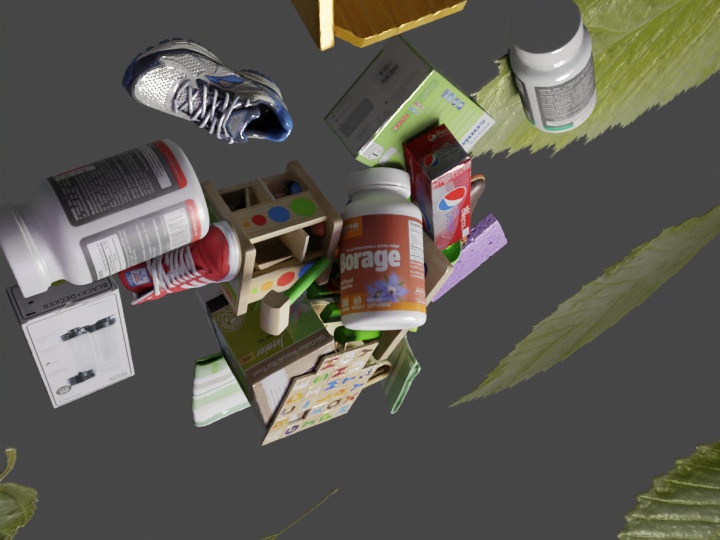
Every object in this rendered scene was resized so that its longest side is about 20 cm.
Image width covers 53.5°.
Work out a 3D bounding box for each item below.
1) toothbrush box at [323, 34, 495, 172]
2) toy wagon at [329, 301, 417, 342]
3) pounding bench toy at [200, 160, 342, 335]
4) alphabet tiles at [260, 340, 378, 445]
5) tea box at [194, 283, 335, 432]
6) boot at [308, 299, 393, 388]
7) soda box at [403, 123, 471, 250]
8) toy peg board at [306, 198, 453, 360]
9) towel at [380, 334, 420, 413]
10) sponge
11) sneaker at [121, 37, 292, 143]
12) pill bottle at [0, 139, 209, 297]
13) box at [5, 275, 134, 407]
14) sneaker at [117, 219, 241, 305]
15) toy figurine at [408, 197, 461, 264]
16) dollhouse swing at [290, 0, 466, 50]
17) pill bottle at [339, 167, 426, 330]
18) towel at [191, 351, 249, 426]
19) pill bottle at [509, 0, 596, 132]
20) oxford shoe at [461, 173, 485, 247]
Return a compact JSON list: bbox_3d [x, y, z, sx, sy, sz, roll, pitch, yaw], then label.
[{"bbox_3d":[0.071,-0.201,0.960,0.146,0.086,0.200,-47,150,18],"label":"toothbrush box"},{"bbox_3d":[0.024,0.071,1.210,0.200,0.154,0.040,-44,139,-70],"label":"toy wagon"},{"bbox_3d":[-0.095,-0.021,0.916,0.155,0.200,0.125,-19,147,-29],"label":"pounding bench toy"},{"bbox_3d":[-0.049,0.177,1.051,0.167,0.008,0.200,-13,145,-39],"label":"alphabet tiles"},{"bbox_3d":[-0.135,0.107,1.065,0.133,0.197,0.200,-28,150,-16],"label":"tea box"},{"bbox_3d":[-0.038,0.133,1.257,0.073,0.156,0.200,-49,149,21],"label":"boot"},{"bbox_3d":[0.109,-0.107,0.982,0.063,0.070,0.200,-29,154,-7],"label":"soda box"},{"bbox_3d":[0.000,0.000,1.056,0.098,0.200,0.200,-4,138,-46],"label":"toy peg board"},{"bbox_3d":[0.056,0.141,1.338,0.023,0.201,0.153,-2,140,-21],"label":"towel"},{"bbox_3d":[0.203,-0.023,1.440,0.200,0.030,0.112,-39,152,4],"label":"sponge"},{"bbox_3d":[-0.147,-0.178,0.744,0.199,0.085,0.077,-1,136,-47],"label":"sneaker"},{"bbox_3d":[-0.272,-0.055,0.752,0.199,0.116,0.116,-24,149,-23],"label":"pill bottle"},{"bbox_3d":[-0.362,0.082,0.910,0.116,0.060,0.200,-23,149,-25],"label":"box"},{"bbox_3d":[-0.224,-0.007,0.863,0.112,0.072,0.200,-12,174,-33],"label":"sneaker"},{"bbox_3d":[0.063,-0.034,1.199,0.184,0.150,0.200,-42,180,38],"label":"toy figurine"},{"bbox_3d":[0.027,-0.340,0.631,0.199,0.182,0.176,-26,170,-20],"label":"dollhouse swing"},{"bbox_3d":[0.027,-0.026,0.935,0.111,0.201,0.112,-2,169,0],"label":"pill bottle"},{"bbox_3d":[-0.229,0.200,1.273,0.149,0.031,0.201,-22,148,-29],"label":"towel"},{"bbox_3d":[0.278,-0.295,1.032,0.113,0.113,0.200,-40,153,4],"label":"pill bottle"},{"bbox_3d":[0.175,-0.082,1.272,0.071,0.073,0.200,-10,141,-40],"label":"oxford shoe"}]
